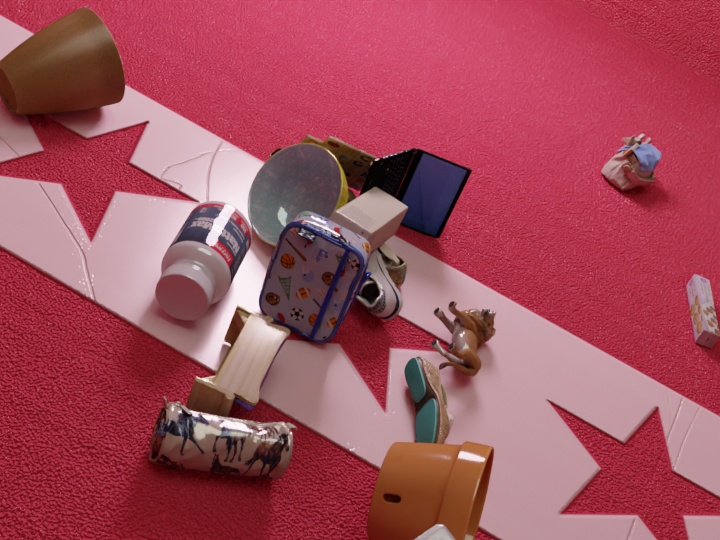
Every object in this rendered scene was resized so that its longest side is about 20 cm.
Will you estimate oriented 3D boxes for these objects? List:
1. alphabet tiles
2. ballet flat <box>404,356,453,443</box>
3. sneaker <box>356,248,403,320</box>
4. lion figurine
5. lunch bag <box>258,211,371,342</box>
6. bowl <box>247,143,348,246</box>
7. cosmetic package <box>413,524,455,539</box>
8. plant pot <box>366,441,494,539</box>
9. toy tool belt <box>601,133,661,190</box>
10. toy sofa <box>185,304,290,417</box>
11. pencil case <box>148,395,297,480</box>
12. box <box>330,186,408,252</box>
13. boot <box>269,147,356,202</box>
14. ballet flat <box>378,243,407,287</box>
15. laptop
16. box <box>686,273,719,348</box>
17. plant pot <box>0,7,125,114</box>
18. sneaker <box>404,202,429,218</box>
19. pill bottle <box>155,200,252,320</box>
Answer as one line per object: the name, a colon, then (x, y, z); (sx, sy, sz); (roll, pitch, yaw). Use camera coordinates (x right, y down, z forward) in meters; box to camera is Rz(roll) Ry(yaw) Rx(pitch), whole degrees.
alphabet tiles: (-0.051, -0.206, 1.935); (0.165, 0.200, 0.006); (23, 70, -16)
ballet flat: (0.120, 0.222, 1.609); (0.065, 0.071, 0.202); (23, 38, -26)
sneaker: (0.000, 0.000, 1.777); (0.080, 0.077, 0.201); (17, 29, -54)
lion figurine: (0.185, 0.130, 1.750); (0.122, 0.072, 0.201); (43, 39, -24)
lunch bag: (-0.072, 0.011, 1.642); (0.159, 0.202, 0.076); (27, 28, 5)
bowl: (-0.098, -0.121, 1.837); (0.201, 0.200, 0.108); (51, 8, 32)
cosmetic package: (0.082, 0.456, 1.188); (0.165, 0.169, 0.200); (-25, 58, -27)
plant pot: (0.094, 0.325, 1.380); (0.138, 0.203, 0.201); (13, 34, 14)
toy tool belt: (0.700, -0.281, 2.499); (0.125, 0.124, 0.199); (42, 40, 23)
toy sofa: (-0.184, 0.152, 1.504); (0.096, 0.083, 0.201); (24, 36, -2)
pencil case: (-0.191, 0.237, 1.390); (0.197, 0.091, 0.078); (11, 14, -17)
box: (0.010, -0.084, 1.787); (0.082, 0.069, 0.200); (32, 25, 11)
boot: (-0.097, -0.174, 1.919); (0.198, 0.076, 0.074); (25, 57, 22)
ballet flat: (0.005, -0.043, 1.862); (0.199, 0.071, 0.071); (34, 38, 13)
laptop: (0.091, -0.134, 1.929); (0.103, 0.179, 0.199); (42, 39, 24)
box: (0.735, 0.086, 2.143); (0.038, 0.042, 0.201); (21, 38, -4)
plant pot: (-0.573, -0.371, 1.861); (0.199, 0.188, 0.186); (-29, 60, -32)
sneaker: (0.141, -0.162, 2.082); (0.088, 0.082, 0.200); (31, 45, 7)
pill bottle: (-0.259, -0.014, 1.635); (0.118, 0.120, 0.201); (22, 37, -3)
